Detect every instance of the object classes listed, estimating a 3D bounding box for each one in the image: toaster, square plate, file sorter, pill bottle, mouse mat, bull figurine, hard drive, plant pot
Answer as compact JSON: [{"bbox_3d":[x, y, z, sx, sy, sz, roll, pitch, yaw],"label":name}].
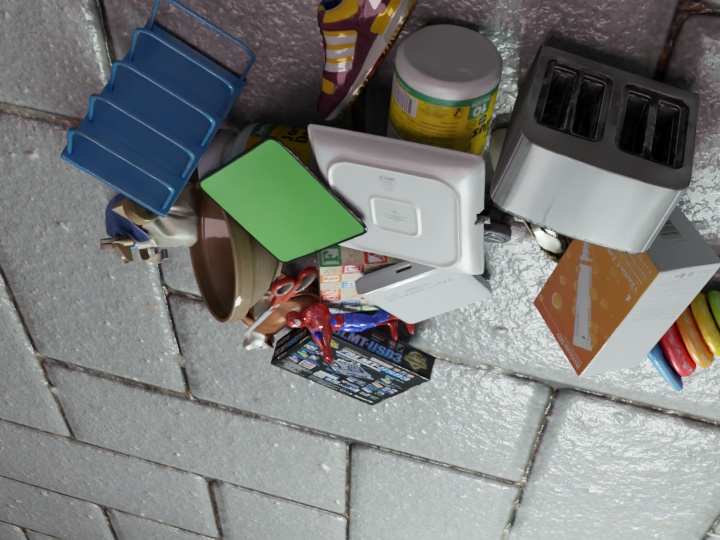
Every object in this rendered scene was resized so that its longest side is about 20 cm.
[{"bbox_3d":[0.237,-0.123,0.920,0.181,0.200,0.119,19,145,4],"label":"toaster"},{"bbox_3d":[0.041,-0.071,1.004,0.200,0.028,0.198,13,146,17],"label":"square plate"},{"bbox_3d":[-0.230,-0.190,1.020,0.139,0.200,0.123,31,164,-12],"label":"file sorter"},{"bbox_3d":[0.087,-0.161,0.996,0.113,0.113,0.200,15,140,7],"label":"pill bottle"},{"bbox_3d":[-0.098,-0.127,1.127,0.200,0.113,0.113,9,139,14],"label":"pill bottle"},{"bbox_3d":[-0.098,-0.078,1.069,0.161,0.008,0.200,44,148,-20],"label":"mouse mat"},{"bbox_3d":[-0.149,0.061,1.394,0.121,0.065,0.200,24,140,-30],"label":"bull figurine"},{"bbox_3d":[0.089,0.023,1.182,0.132,0.027,0.200,-20,160,16],"label":"hard drive"},{"bbox_3d":[-0.169,-0.033,1.249,0.093,0.201,0.201,-11,149,-26],"label":"plant pot"}]

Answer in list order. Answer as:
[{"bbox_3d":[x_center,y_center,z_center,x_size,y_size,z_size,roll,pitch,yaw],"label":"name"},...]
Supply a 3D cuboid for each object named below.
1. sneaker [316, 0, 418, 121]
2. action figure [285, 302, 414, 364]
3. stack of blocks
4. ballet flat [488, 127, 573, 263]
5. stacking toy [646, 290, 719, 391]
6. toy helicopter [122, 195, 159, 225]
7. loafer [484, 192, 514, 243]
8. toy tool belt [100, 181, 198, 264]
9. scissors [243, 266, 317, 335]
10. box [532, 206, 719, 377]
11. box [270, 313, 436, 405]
[{"bbox_3d":[-0.015,-0.256,0.986,0.090,0.075,0.200,35,133,-4],"label":"sneaker"},{"bbox_3d":[-0.016,0.097,1.253,0.200,0.099,0.065,9,156,-32],"label":"action figure"},{"bbox_3d":[0.000,0.000,1.209,0.115,0.059,0.200,-4,160,-4],"label":"stack of blocks"},{"bbox_3d":[0.212,-0.084,1.079,0.069,0.069,0.200,-15,129,35],"label":"ballet flat"},{"bbox_3d":[0.459,0.061,1.126,0.200,0.116,0.110,-26,132,25],"label":"stacking toy"},{"bbox_3d":[-0.265,-0.150,1.105,0.132,0.200,0.079,27,144,-35],"label":"toy helicopter"},{"bbox_3d":[0.102,-0.082,1.147,0.200,0.063,0.072,12,170,20],"label":"loafer"},{"bbox_3d":[-0.322,-0.072,1.270,0.123,0.125,0.200,-3,170,-35],"label":"toy tool belt"},{"bbox_3d":[-0.119,0.049,1.307,0.014,0.073,0.200,59,148,15],"label":"scissors"},{"bbox_3d":[0.312,0.016,1.065,0.097,0.124,0.200,-7,141,-26],"label":"box"},{"bbox_3d":[-0.016,0.141,1.404,0.200,0.050,0.198,25,150,-17],"label":"box"}]
